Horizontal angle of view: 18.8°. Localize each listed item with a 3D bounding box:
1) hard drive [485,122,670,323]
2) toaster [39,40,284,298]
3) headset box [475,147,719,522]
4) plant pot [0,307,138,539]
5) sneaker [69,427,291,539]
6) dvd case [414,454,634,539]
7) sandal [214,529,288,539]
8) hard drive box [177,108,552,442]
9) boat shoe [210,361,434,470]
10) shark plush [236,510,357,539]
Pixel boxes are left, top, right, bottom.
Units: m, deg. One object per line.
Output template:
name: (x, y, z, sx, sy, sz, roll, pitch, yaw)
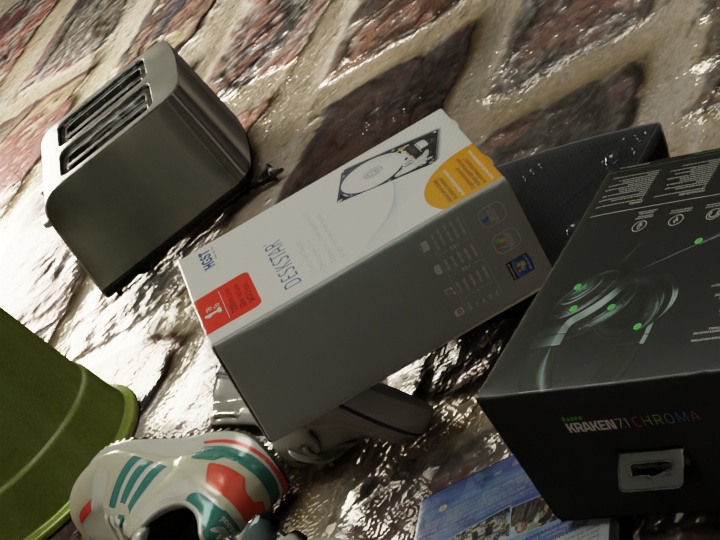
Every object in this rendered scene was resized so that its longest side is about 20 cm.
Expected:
hard drive: (0.105, -0.023, 1.406, 0.200, 0.042, 0.135, -15, 33, 46)
toaster: (-0.187, -0.095, 1.915, 0.200, 0.119, 0.181, -38, 23, 7)
headset box: (0.178, 0.030, 1.096, 0.174, 0.093, 0.200, -11, 34, 42)
plant pot: (-0.305, 0.098, 1.649, 0.200, 0.190, 0.200, -35, 23, 17)
sneaker: (-0.139, 0.162, 1.416, 0.199, 0.070, 0.093, -15, 28, 43)
dvd case: (0.081, 0.160, 1.136, 0.142, 0.018, 0.200, -29, 24, 25)
sandal: (-0.116, 0.207, 1.330, 0.200, 0.048, 0.076, -11, 57, 27)
hard drive box: (0.000, 0.000, 1.335, 0.200, 0.077, 0.156, -31, 23, -2)
boat shoe: (-0.032, 0.094, 1.383, 0.200, 0.072, 0.066, 11, 84, 47)
shark plush: (-0.073, 0.216, 1.206, 0.200, 0.083, 0.091, -40, -19, -14)
